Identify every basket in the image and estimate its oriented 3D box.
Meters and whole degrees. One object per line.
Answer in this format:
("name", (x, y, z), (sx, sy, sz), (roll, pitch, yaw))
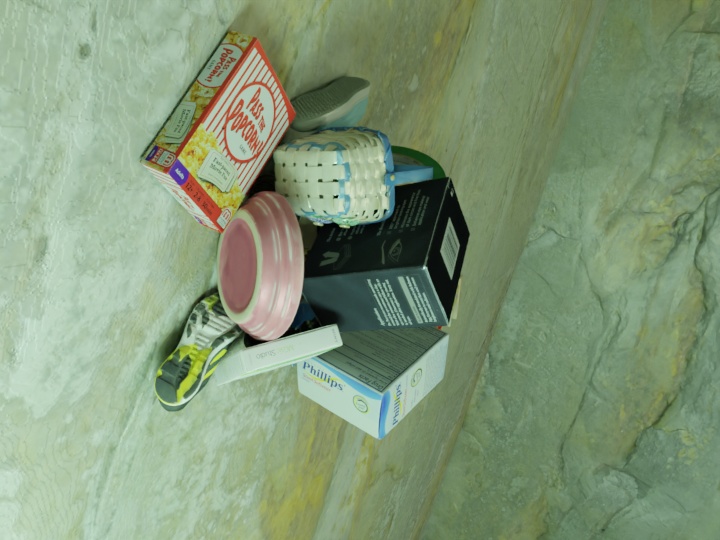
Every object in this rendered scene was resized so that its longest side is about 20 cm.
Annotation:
("basket", (-0.017, -0.136, 0.960), (0.200, 0.176, 0.140), (-22, 113, -44))

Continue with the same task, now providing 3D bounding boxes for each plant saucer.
("plant saucer", (-0.143, -0.006, 0.896), (0.051, 0.200, 0.201), (0, 115, -34))

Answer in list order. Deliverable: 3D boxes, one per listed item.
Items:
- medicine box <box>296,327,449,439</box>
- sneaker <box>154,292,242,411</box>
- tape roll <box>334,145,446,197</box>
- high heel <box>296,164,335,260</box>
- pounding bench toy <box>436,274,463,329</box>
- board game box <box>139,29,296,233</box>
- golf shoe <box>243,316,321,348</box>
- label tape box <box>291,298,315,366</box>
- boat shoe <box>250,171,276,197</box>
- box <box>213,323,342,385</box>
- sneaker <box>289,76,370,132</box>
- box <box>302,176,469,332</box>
("medicine box", (0.022, 0.158, 1.145), (0.200, 0.182, 0.103), (-34, 137, -41))
("sneaker", (-0.231, 0.114, 0.956), (0.200, 0.074, 0.085), (-56, 180, -37))
("tape roll", (0.047, -0.142, 1.149), (0.200, 0.200, 0.048), (-47, 150, -40))
("high heel", (-0.073, -0.085, 1.039), (0.200, 0.071, 0.143), (-91, -169, -55))
("pounding bench toy", (0.113, 0.107, 1.346), (0.156, 0.124, 0.201), (-56, 156, -36))
("board game box", (-0.169, -0.170, 0.839), (0.201, 0.046, 0.152), (-62, 157, -14))
("golf shoe", (-0.131, 0.135, 1.168), (0.200, 0.077, 0.088), (3, 139, -51))
("label tape box", (-0.057, 0.089, 1.307), (0.200, 0.066, 0.144), (-49, 151, -41))
("boat shoe", (-0.130, -0.051, 1.018), (0.076, 0.071, 0.201), (-48, 152, -63))
("box", (-0.128, 0.126, 0.983), (0.144, 0.037, 0.200), (-13, 173, -27))
("sneaker", (-0.043, -0.234, 1.030), (0.200, 0.074, 0.082), (-39, 143, -46))
("box", (0.039, -0.022, 0.981), (0.118, 0.199, 0.197), (64, 33, -36))
